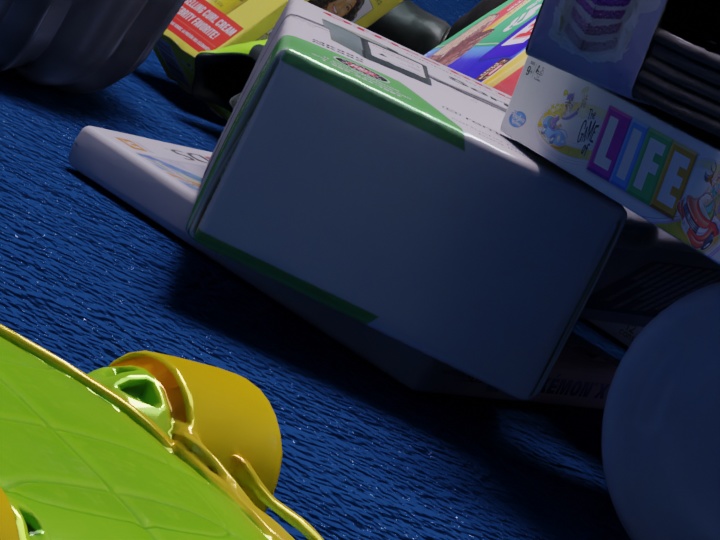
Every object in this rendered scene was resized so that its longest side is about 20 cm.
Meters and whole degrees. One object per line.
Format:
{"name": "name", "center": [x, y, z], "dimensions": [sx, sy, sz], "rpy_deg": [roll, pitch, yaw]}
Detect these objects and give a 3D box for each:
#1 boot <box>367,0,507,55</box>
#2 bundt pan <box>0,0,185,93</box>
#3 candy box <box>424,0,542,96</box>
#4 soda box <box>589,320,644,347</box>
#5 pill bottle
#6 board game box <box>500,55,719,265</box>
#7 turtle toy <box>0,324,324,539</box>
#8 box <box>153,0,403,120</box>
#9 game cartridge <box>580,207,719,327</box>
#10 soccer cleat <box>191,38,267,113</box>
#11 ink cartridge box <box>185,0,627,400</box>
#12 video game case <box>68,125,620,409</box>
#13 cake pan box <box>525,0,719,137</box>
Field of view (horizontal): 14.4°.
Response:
{"name": "boot", "center": [0.078, -0.146, 1.553], "dimensions": [0.182, 0.200, 0.073], "rpy_deg": [42, 44, -18]}
{"name": "bundt pan", "center": [-0.179, -0.146, 1.340], "dimensions": [0.202, 0.076, 0.202], "rpy_deg": [26, 11, -5]}
{"name": "candy box", "center": [0.116, -0.104, 1.354], "dimensions": [0.077, 0.169, 0.200], "rpy_deg": [57, -9, -11]}
{"name": "soda box", "center": [0.106, -0.026, 1.482], "dimensions": [0.200, 0.064, 0.068], "rpy_deg": [34, 13, 39]}
{"name": "pill bottle", "center": [0.170, 0.057, 1.075], "dimensions": [0.119, 0.120, 0.200], "rpy_deg": [29, 11, 15]}
{"name": "board game box", "center": [0.152, -0.021, 1.004], "dimensions": [0.134, 0.034, 0.200], "rpy_deg": [15, 11, -28]}
{"name": "turtle toy", "center": [-0.079, 0.059, 0.513], "dimensions": [0.146, 0.101, 0.200], "rpy_deg": [16, 14, -42]}
{"name": "box", "center": [-0.015, -0.162, 1.508], "dimensions": [0.075, 0.200, 0.050], "rpy_deg": [39, -18, 47]}
{"name": "game cartridge", "center": [0.147, -0.004, 1.221], "dimensions": [0.133, 0.042, 0.200], "rpy_deg": [4, -9, -10]}
{"name": "soccer cleat", "center": [-0.016, -0.057, 1.371], "dimensions": [0.081, 0.068, 0.200], "rpy_deg": [-5, 28, -29]}
{"name": "ink cartridge box", "center": [0.016, -0.035, 1.132], "dimensions": [0.146, 0.084, 0.200], "rpy_deg": [25, 10, -6]}
{"name": "video game case", "center": [0.000, 0.000, 1.214], "dimensions": [0.200, 0.022, 0.182], "rpy_deg": [33, 12, 30]}
{"name": "cake pan box", "center": [0.182, -0.057, 1.011], "dimensions": [0.184, 0.052, 0.200], "rpy_deg": [25, 10, 35]}
